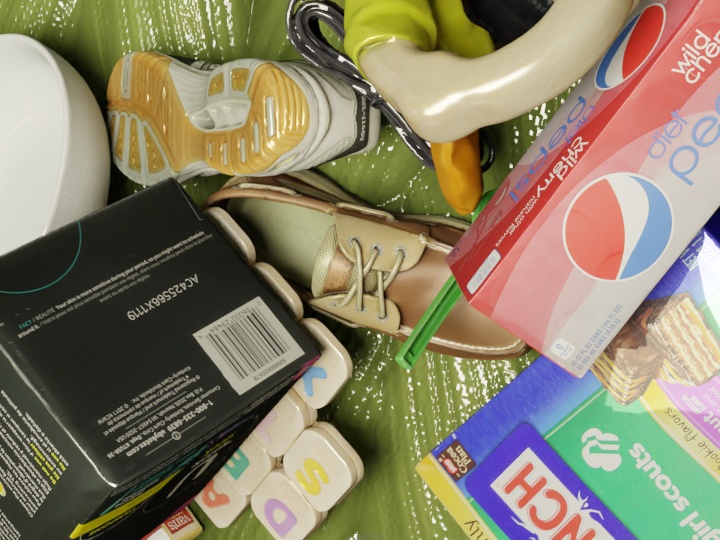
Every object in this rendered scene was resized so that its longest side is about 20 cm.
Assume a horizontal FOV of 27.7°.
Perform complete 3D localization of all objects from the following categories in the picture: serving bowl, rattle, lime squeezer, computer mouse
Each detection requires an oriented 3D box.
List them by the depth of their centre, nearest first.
[{"bbox_3d":[0.103,-0.117,0.648,0.200,0.130,0.143,-39,123,0],"label":"rattle"},{"bbox_3d":[0.056,-0.159,0.719,0.140,0.046,0.200,35,108,-7],"label":"computer mouse"},{"bbox_3d":[0.091,-0.027,0.727,0.200,0.038,0.071,-39,41,6],"label":"lime squeezer"},{"bbox_3d":[-0.212,-0.037,0.872,0.200,0.066,0.200,-19,61,39],"label":"serving bowl"}]

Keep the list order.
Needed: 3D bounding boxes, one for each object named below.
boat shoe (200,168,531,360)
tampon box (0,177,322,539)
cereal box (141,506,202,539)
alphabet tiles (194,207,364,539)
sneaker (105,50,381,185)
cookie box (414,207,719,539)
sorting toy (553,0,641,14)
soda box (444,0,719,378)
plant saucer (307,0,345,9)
[{"bbox_3d":[0.000,0.000,0.781,0.200,0.074,0.076,20,107,25],"label":"boat shoe"},{"bbox_3d":[-0.146,0.076,0.774,0.126,0.150,0.200,50,138,9],"label":"tampon box"},{"bbox_3d":[-0.208,0.129,0.933,0.144,0.040,0.200,-44,76,25],"label":"cereal box"},{"bbox_3d":[-0.083,0.062,0.829,0.200,0.015,0.196,49,138,10],"label":"alphabet tiles"},{"bbox_3d":[-0.068,-0.081,0.808,0.200,0.088,0.076,15,104,50],"label":"sneaker"},{"bbox_3d":[0.155,0.096,0.713,0.200,0.075,0.171,-45,78,27],"label":"cookie box"},{"bbox_3d":[0.143,-0.206,0.657,0.185,0.036,0.200,37,112,-9],"label":"sorting toy"},{"bbox_3d":[0.127,-0.055,0.649,0.070,0.063,0.200,33,102,-16],"label":"soda box"},{"bbox_3d":[0.011,-0.228,0.764,0.200,0.031,0.200,4,99,27],"label":"plant saucer"}]
